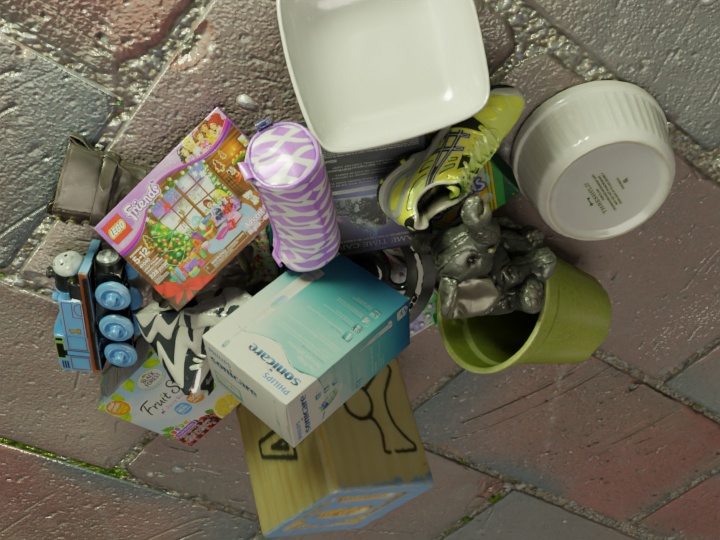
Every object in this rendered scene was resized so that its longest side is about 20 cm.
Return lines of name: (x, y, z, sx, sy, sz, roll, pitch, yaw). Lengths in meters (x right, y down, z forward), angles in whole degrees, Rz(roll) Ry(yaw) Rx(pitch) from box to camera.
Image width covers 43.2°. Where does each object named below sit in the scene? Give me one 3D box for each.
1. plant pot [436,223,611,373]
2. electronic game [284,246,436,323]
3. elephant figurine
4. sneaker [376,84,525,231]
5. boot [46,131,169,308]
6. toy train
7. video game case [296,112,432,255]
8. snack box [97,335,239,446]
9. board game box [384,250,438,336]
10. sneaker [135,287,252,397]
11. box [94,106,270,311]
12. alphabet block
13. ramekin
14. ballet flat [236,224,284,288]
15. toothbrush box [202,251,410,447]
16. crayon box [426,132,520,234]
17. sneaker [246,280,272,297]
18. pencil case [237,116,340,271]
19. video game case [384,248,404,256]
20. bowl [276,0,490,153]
plant pot: (0.236, 0.051, 1.244, 0.183, 0.202, 0.201, 14, 131, -37)
electronic game: (0.000, 0.000, 1.180, 0.198, 0.042, 0.202, 0, 113, 0)
elephant figurine: (0.127, -0.015, 1.080, 0.199, 0.141, 0.157, 9, 103, -44)
sneaker: (0.111, -0.119, 1.008, 0.200, 0.077, 0.075, -45, 136, 8)
boot: (-0.291, -0.058, 1.105, 0.172, 0.069, 0.202, 8, 109, -16)
toy train: (-0.349, 0.052, 1.201, 0.113, 0.087, 0.201, 4, 132, -2)
video game case: (0.010, -0.099, 1.065, 0.141, 0.019, 0.201, -8, 136, 0)
snack box: (-0.258, 0.156, 1.328, 0.168, 0.068, 0.200, 31, 121, -32)
board game box: (0.006, 0.063, 1.300, 0.199, 0.026, 0.199, -33, 132, 26)
sneaker: (-0.191, 0.099, 1.156, 0.197, 0.079, 0.131, -8, 111, 31)
box: (-0.188, -0.071, 1.057, 0.200, 0.039, 0.137, -44, 102, 3)
alphabet block: (-0.041, 0.253, 1.319, 0.194, 0.202, 0.196, 8, 145, -40)
ramekin: (0.295, -0.126, 1.130, 0.200, 0.095, 0.204, -5, 134, -5)
ballet flat: (-0.132, -0.043, 1.155, 0.063, 0.076, 0.201, -1, 132, 2)
toothbrush box: (-0.059, 0.081, 1.054, 0.200, 0.146, 0.086, -39, 145, -30)
crayon box: (0.086, -0.128, 1.098, 0.125, 0.052, 0.200, -35, 129, 22)
sneaker: (-0.151, 0.069, 1.207, 0.075, 0.080, 0.200, 27, 158, -19)
pencil case: (-0.071, -0.072, 0.976, 0.085, 0.084, 0.200, -34, 153, -10)
video game case: (0.056, -0.102, 1.166, 0.142, 0.018, 0.201, 12, 131, -21)
bowl: (0.023, -0.231, 0.948, 0.198, 0.075, 0.202, -15, 92, 3)
